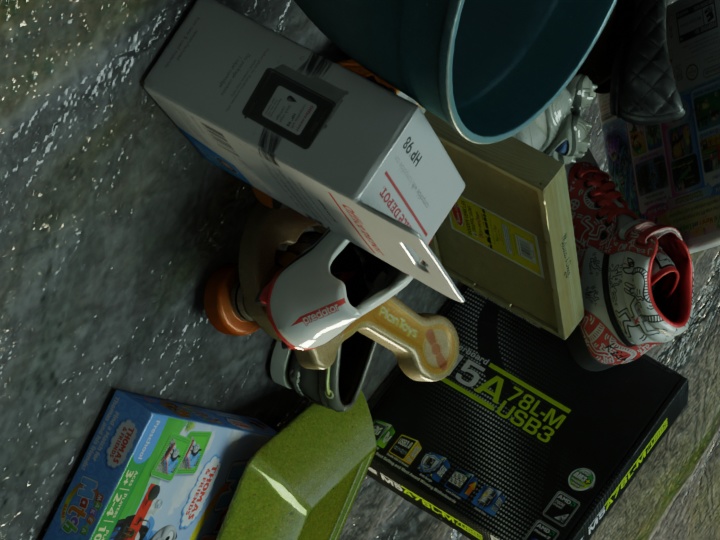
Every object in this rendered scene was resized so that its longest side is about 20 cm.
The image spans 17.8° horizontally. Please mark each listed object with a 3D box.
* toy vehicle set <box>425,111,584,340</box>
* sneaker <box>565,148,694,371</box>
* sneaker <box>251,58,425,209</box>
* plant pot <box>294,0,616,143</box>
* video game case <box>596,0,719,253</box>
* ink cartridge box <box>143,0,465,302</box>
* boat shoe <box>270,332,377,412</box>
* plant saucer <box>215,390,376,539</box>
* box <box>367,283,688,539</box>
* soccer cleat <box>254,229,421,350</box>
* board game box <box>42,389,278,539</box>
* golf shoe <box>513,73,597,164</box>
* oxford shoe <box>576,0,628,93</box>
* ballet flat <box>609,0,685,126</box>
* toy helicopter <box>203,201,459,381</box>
[{"bbox_3d":[0.098,-0.037,1.664,0.027,0.124,0.201,-50,153,-20],"label":"toy vehicle set"},{"bbox_3d":[0.194,-0.033,1.742,0.067,0.108,0.203,3,71,-40],"label":"sneaker"},{"bbox_3d":[0.003,-0.099,1.487,0.200,0.075,0.092,-47,156,-25],"label":"sneaker"},{"bbox_3d":[0.032,-0.203,1.297,0.200,0.187,0.201,-44,151,-33],"label":"plant pot"},{"bbox_3d":[0.240,-0.105,1.732,0.023,0.200,0.184,-5,84,-25],"label":"video game case"},{"bbox_3d":[-0.015,-0.069,1.328,0.067,0.199,0.116,-56,155,-9],"label":"ink cartridge box"},{"bbox_3d":[0.002,0.000,1.595,0.072,0.060,0.203,-6,121,-60],"label":"boat shoe"},{"bbox_3d":[-0.054,0.193,1.639,0.201,0.048,0.200,-68,168,22],"label":"plant saucer"},{"bbox_3d":[0.120,0.116,1.775,0.194,0.199,0.048,-51,155,-19],"label":"box"},{"bbox_3d":[0.014,-0.020,1.428,0.200,0.085,0.069,-45,109,-42],"label":"soccer cleat"},{"bbox_3d":[-0.135,0.163,1.532,0.152,0.036,0.200,-64,156,3],"label":"board game box"},{"bbox_3d":[0.103,-0.095,1.693,0.200,0.096,0.079,116,-18,-64],"label":"golf shoe"},{"bbox_3d":[0.157,-0.171,1.675,0.200,0.072,0.085,19,75,-63],"label":"oxford shoe"},{"bbox_3d":[0.223,-0.194,1.680,0.067,0.056,0.202,66,34,-65],"label":"ballet flat"},{"bbox_3d":[-0.002,0.009,1.521,0.200,0.079,0.133,34,68,-38],"label":"toy helicopter"}]
